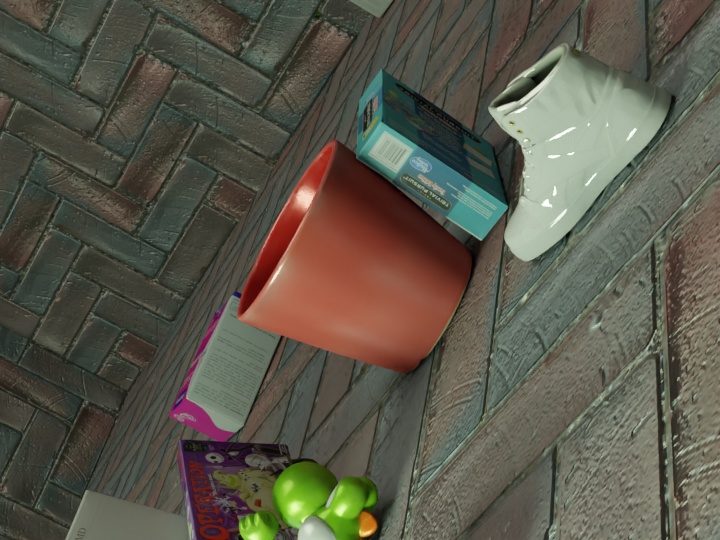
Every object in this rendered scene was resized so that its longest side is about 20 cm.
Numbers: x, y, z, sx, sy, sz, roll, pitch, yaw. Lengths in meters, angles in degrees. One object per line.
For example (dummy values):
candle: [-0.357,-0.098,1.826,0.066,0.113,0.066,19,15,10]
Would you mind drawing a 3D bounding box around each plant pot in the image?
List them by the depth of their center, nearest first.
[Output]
plant pot: [0.000,0.000,1.320,0.201,0.177,0.201,-57,12,20]

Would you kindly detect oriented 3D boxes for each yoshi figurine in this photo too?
yoshi figurine: [-0.063,0.252,1.180,0.200,0.112,0.112,-57,5,7]

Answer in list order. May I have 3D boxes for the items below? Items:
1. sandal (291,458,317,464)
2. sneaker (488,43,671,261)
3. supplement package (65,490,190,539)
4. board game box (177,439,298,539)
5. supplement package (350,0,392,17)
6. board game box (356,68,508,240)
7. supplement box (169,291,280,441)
sandal: [-0.112,0.284,1.431,0.200,0.055,0.082,-51,32,-11]
sneaker: [0.145,-0.099,1.077,0.200,0.115,0.074,-54,15,40]
supplement package: [-0.198,0.320,1.305,0.121,0.199,0.120,-78,4,-54]
board game box: [-0.117,0.231,1.341,0.200,0.120,0.032,-119,32,-64]
supplement package: [0.051,-0.669,2.908,0.200,0.117,0.117,-43,20,59]
board game box: [0.070,-0.122,1.369,0.047,0.151,0.200,-53,13,19]
supplement box: [-0.204,0.151,2.077,0.101,0.103,0.200,-43,23,56]
